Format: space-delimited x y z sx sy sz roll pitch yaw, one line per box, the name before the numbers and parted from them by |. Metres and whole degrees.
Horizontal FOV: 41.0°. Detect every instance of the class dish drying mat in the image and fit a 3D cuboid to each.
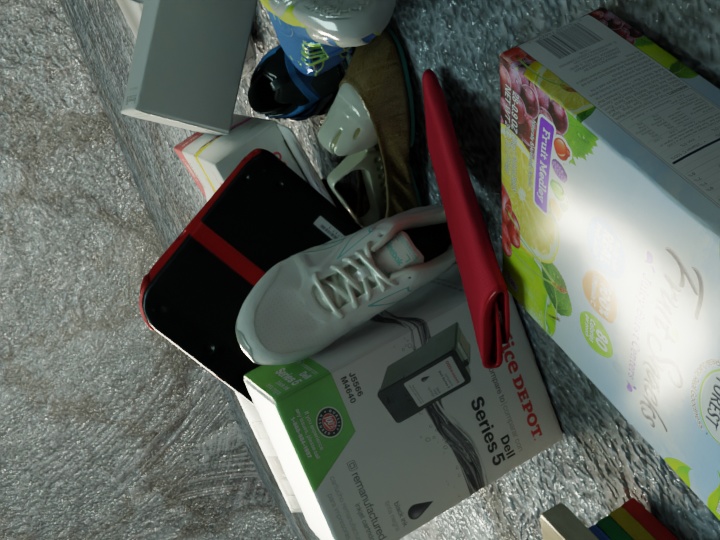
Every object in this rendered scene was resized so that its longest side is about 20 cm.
dish drying mat | 0.065 -0.039 0.614 0.077 0.018 0.200 79 -179 -48

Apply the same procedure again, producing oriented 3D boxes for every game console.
game console | -0.062 0.025 0.788 0.200 0.177 0.031 39 -170 -12

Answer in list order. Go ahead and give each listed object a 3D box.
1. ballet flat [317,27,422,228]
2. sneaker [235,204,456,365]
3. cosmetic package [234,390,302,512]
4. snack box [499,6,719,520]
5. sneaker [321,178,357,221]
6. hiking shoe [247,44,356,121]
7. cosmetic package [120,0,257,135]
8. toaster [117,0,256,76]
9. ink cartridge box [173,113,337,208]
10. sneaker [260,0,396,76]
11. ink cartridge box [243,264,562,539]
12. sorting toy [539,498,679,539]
ballet flat | 0.005 -0.092 0.753 0.068 0.072 0.200 51 160 40
sneaker | 0.000 0.000 0.687 0.070 0.200 0.080 59 159 0
cosmetic package | -0.066 0.122 0.876 0.083 0.051 0.200 -18 99 46
snack box | 0.146 0.002 0.449 0.200 0.068 0.169 50 161 38
sneaker | -0.038 -0.061 0.969 0.200 0.066 0.091 40 150 48
hiking shoe | -0.064 -0.166 0.831 0.074 0.087 0.200 65 165 -3
cosmetic package | -0.137 -0.221 0.815 0.108 0.085 0.200 -163 86 -68
toaster | -0.184 -0.272 1.020 0.200 0.114 0.129 42 157 49
ink cartridge box | -0.090 -0.071 0.855 0.117 0.067 0.200 59 166 -21
sneaker | -0.019 -0.170 0.633 0.105 0.076 0.200 60 177 -40
ink cartridge box | 0.035 0.104 0.732 0.084 0.200 0.146 17 131 66
sorting toy | 0.218 0.273 0.649 0.200 0.070 0.199 44 155 51
